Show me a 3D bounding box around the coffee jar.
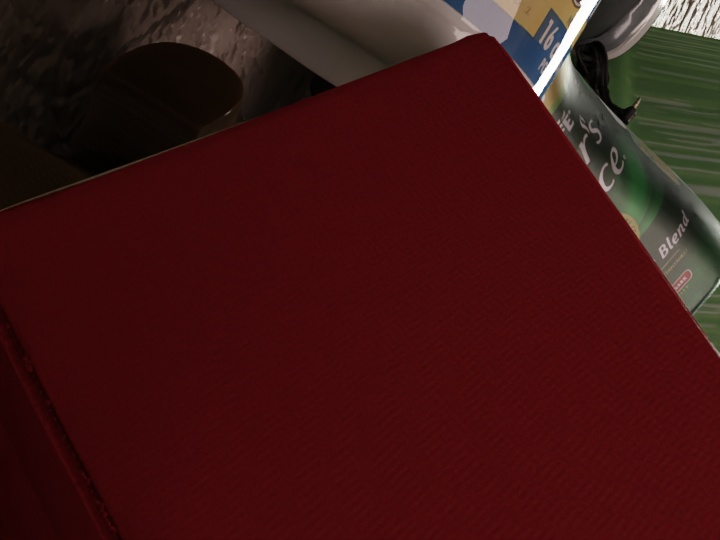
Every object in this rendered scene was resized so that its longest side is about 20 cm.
[{"bbox_3d":[0.071,-0.043,0.780,0.104,0.085,0.200,-44,126,3],"label":"coffee jar"}]

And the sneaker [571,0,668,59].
[{"bbox_3d":[0.130,-0.197,0.858,0.121,0.083,0.201,-16,125,-69],"label":"sneaker"}]

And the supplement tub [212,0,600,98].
[{"bbox_3d":[0.039,-0.159,0.610,0.201,0.144,0.145,-58,160,-3],"label":"supplement tub"}]

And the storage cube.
[{"bbox_3d":[-0.002,0.069,0.535,0.199,0.180,0.171,-24,156,-21],"label":"storage cube"}]

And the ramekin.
[{"bbox_3d":[0.161,-0.041,1.006,0.200,0.097,0.201,-173,-90,-90],"label":"ramekin"}]

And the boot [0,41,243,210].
[{"bbox_3d":[-0.122,0.016,0.597,0.200,0.076,0.156,-41,158,-54],"label":"boot"}]

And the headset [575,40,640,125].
[{"bbox_3d":[0.103,-0.141,0.791,0.200,0.123,0.094,81,8,-58],"label":"headset"}]
